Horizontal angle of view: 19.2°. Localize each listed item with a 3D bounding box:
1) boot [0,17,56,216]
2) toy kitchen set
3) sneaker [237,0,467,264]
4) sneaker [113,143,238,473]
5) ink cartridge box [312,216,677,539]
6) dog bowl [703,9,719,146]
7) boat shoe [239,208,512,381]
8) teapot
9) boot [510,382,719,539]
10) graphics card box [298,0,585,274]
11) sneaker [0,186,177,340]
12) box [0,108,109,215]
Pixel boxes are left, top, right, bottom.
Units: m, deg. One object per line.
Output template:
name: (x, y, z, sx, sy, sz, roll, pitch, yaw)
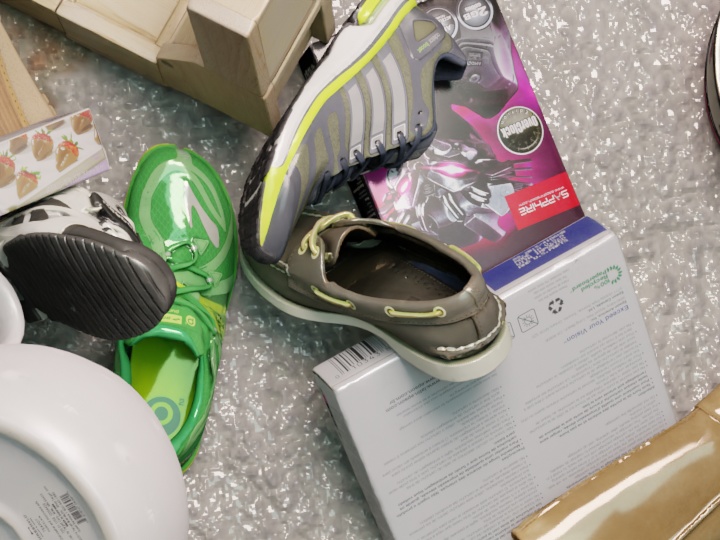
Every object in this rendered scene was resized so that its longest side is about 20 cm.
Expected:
boot: (-0.282, -0.103, 1.233, 0.166, 0.072, 0.201, -33, 94, -15)
toy kitchen set: (-0.104, -0.212, 1.210, 0.199, 0.181, 0.164, 26, 79, 8)
sneaker: (-0.002, -0.081, 1.220, 0.081, 0.074, 0.201, 33, 66, -4)
sneaker: (-0.107, 0.024, 1.248, 0.074, 0.084, 0.201, 4, 83, -10)
ink cartridge box: (0.092, 0.098, 1.285, 0.196, 0.043, 0.201, -28, 119, -13)
dog bowl: (0.307, -0.122, 1.351, 0.199, 0.074, 0.202, 1, 83, -10)
boat shoe: (0.002, -0.002, 1.227, 0.072, 0.201, 0.060, -42, 136, -26)
teapot: (-0.172, 0.114, 1.151, 0.196, 0.146, 0.201, 18, 119, 13)
boot: (0.214, 0.164, 1.303, 0.200, 0.066, 0.176, -38, 102, -9)
graphics card box: (0.056, -0.065, 1.307, 0.125, 0.051, 0.201, -21, 87, -12)
sneaker: (-0.155, -0.015, 1.192, 0.088, 0.199, 0.074, -43, 119, -29)
box: (-0.222, -0.042, 1.163, 0.200, 0.041, 0.039, -29, 104, -47)
